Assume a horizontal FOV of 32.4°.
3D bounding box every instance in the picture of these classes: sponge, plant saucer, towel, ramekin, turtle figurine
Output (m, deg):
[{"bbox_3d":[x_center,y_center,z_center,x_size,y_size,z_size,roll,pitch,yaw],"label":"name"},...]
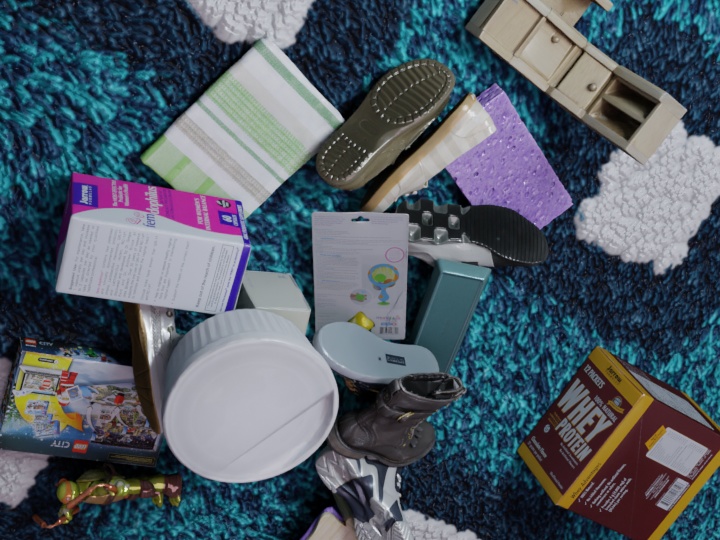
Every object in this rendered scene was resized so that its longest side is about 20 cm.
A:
[{"bbox_3d":[0.175,-0.124,1.543,0.111,0.030,0.200,-37,123,2],"label":"sponge"},{"bbox_3d":[0.105,0.067,1.575,0.070,0.019,0.200,11,134,-7],"label":"plant saucer"},{"bbox_3d":[-0.134,-0.153,1.422,0.200,0.031,0.149,-42,120,7],"label":"towel"},{"bbox_3d":[-0.131,0.135,1.401,0.202,0.094,0.203,-8,123,-13],"label":"ramekin"},{"bbox_3d":[-0.314,0.273,1.534,0.161,0.065,0.200,4,155,-37],"label":"turtle figurine"}]

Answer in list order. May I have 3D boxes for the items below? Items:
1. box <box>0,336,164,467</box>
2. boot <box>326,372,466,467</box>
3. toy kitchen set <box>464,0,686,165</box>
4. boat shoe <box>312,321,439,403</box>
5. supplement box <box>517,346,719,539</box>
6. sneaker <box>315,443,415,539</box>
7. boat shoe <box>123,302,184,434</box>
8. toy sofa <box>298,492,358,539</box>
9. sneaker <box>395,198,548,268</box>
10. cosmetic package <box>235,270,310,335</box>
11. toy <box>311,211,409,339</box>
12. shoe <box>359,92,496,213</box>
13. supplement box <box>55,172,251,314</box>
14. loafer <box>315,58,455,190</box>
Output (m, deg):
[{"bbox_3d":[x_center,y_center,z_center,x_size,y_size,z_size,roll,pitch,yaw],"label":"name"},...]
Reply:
[{"bbox_3d":[-0.329,0.162,1.503,0.199,0.038,0.137,11,111,-25],"label":"box"},{"bbox_3d":[0.069,0.182,1.558,0.200,0.069,0.174,6,147,-44],"label":"boot"},{"bbox_3d":[0.269,-0.265,1.414,0.200,0.180,0.163,31,102,-34],"label":"toy kitchen set"},{"bbox_3d":[0.000,0.125,1.552,0.200,0.071,0.091,19,142,-39],"label":"boat shoe"},{"bbox_3d":[0.372,0.250,1.745,0.200,0.133,0.198,28,104,-29],"label":"supplement box"},{"bbox_3d":[0.034,0.292,1.642,0.079,0.130,0.199,-38,91,37],"label":"sneaker"},{"bbox_3d":[-0.231,0.090,1.458,0.069,0.071,0.201,-9,97,-28],"label":"boat shoe"},{"bbox_3d":[-0.075,0.390,1.686,0.097,0.083,0.200,35,101,-26],"label":"toy sofa"},{"bbox_3d":[0.131,-0.035,1.541,0.199,0.074,0.089,12,149,-7],"label":"sneaker"},{"bbox_3d":[-0.125,0.112,1.513,0.073,0.104,0.201,4,114,-21],"label":"cosmetic package"},{"bbox_3d":[0.000,0.000,1.526,0.115,0.047,0.201,1,126,1],"label":"toy"},{"bbox_3d":[0.077,-0.124,1.459,0.053,0.070,0.200,42,117,-12],"label":"shoe"},{"bbox_3d":[-0.234,-0.028,1.387,0.199,0.101,0.104,8,122,-18],"label":"supplement box"},{"bbox_3d":[0.028,-0.169,1.446,0.200,0.076,0.067,-40,165,-8],"label":"loafer"}]
